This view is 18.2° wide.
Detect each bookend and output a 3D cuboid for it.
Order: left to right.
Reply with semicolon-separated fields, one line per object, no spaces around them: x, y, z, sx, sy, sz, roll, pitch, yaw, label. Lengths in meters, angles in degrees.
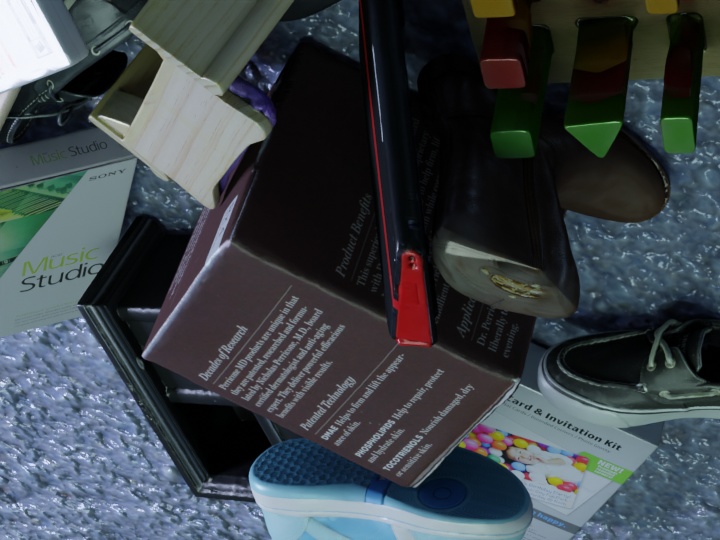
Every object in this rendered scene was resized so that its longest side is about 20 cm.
-0.057;0.066;1.559;0.199;0.092;0.199;2;135;33;bookend

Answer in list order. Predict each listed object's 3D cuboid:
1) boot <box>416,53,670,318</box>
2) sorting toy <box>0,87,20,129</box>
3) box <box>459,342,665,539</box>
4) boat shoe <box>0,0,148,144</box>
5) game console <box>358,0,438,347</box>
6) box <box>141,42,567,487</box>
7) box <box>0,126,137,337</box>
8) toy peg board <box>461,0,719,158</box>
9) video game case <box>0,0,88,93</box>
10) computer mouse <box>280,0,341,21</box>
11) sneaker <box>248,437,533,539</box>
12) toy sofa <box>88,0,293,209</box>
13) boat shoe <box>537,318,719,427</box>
0.113;-0.026;1.284;0.186;0.200;0.064;23;118;-19;boot
-0.262;-0.180;1.359;0.185;0.036;0.200;46;142;9;sorting toy
0.112;0.126;1.637;0.155;0.041;0.200;25;143;-6;box
-0.184;-0.129;1.408;0.062;0.075;0.200;39;137;-7;boat shoe
0.022;-0.070;1.247;0.031;0.201;0.177;-6;161;-3;game console
0.000;0.000;1.412;0.199;0.166;0.164;27;144;-9;box
-0.235;-0.019;1.543;0.144;0.036;0.200;-15;152;-22;box
0.140;-0.148;1.189;0.199;0.098;0.200;-2;141;16;toy peg board
-0.250;-0.165;1.315;0.200;0.018;0.144;-13;110;49;video game case
-0.037;-0.203;1.262;0.200;0.046;0.140;-19;131;42;computer mouse
0.028;0.185;1.500;0.199;0.080;0.131;7;123;28;sneaker
-0.087;-0.115;1.313;0.097;0.083;0.200;36;162;-3;toy sofa
0.214;0.059;1.481;0.199;0.071;0.064;1;142;12;boat shoe
